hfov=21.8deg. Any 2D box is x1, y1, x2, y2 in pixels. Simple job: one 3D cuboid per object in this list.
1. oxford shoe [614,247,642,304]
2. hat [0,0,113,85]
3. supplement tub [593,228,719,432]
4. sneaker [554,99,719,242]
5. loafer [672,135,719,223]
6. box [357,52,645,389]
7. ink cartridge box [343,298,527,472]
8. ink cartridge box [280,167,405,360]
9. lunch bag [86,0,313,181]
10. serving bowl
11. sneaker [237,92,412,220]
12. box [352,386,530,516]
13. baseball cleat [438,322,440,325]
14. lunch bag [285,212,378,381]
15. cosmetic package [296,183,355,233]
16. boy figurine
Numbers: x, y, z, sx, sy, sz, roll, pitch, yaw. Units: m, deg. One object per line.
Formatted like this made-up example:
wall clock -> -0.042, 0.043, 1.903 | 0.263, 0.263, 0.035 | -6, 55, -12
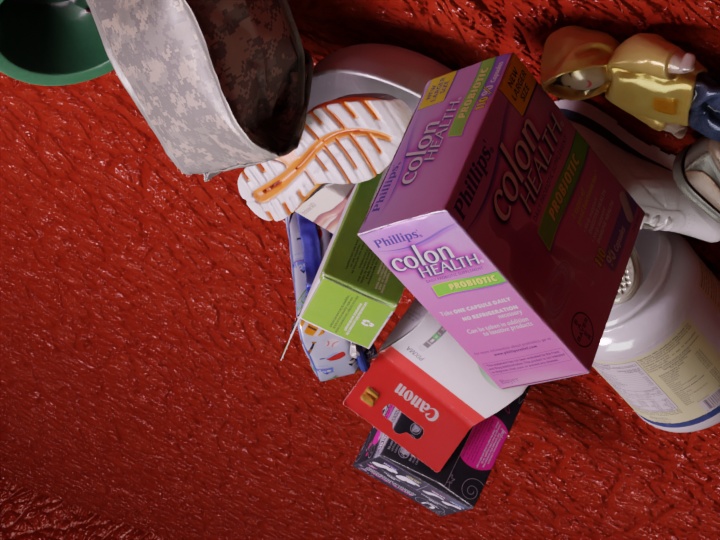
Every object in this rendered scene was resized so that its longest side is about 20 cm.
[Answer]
oxford shoe -> 0.193, -0.037, 1.697 | 0.058, 0.075, 0.200 | 27, -166, -48
hat -> -0.307, -0.295, 1.829 | 0.200, 0.176, 0.166 | -20, 142, 10
supplement tub -> 0.274, 0.046, 1.754 | 0.145, 0.145, 0.200 | 4, 150, 45
sneaker -> 0.233, -0.068, 1.629 | 0.200, 0.081, 0.076 | 28, 158, -7
loafer -> 0.354, -0.046, 1.556 | 0.200, 0.072, 0.063 | 33, 152, -8
box -> 0.119, -0.038, 1.506 | 0.097, 0.176, 0.200 | -15, 129, 43
ink cartridge box -> 0.100, 0.108, 2.035 | 0.161, 0.200, 0.050 | 38, 174, -29
ink cartridge box -> 0.000, 0.000, 1.747 | 0.076, 0.148, 0.200 | 23, 152, -2
lunch bag -> -0.131, -0.183, 1.648 | 0.164, 0.117, 0.200 | -6, 108, 55
serving bowl -> 0.046, -0.144, 1.692 | 0.200, 0.066, 0.200 | 23, 159, 9
sneaker -> -0.026, -0.113, 1.666 | 0.200, 0.077, 0.078 | -23, 105, 42
box -> 0.099, 0.165, 2.165 | 0.132, 0.200, 0.115 | 30, 160, -8
baseball cleat -> 0.164, 0.031, 1.820 | 0.199, 0.107, 0.070 | 3, -166, -23
lunch bag -> -0.035, 0.011, 1.978 | 0.075, 0.200, 0.160 | -11, 151, 2
cosmetic package -> 0.045, -0.058, 1.864 | 0.200, 0.087, 0.103 | 30, 160, -8
boy figurine -> 0.237, -0.143, 1.471 | 0.200, 0.065, 0.124 | 21, 163, 8
